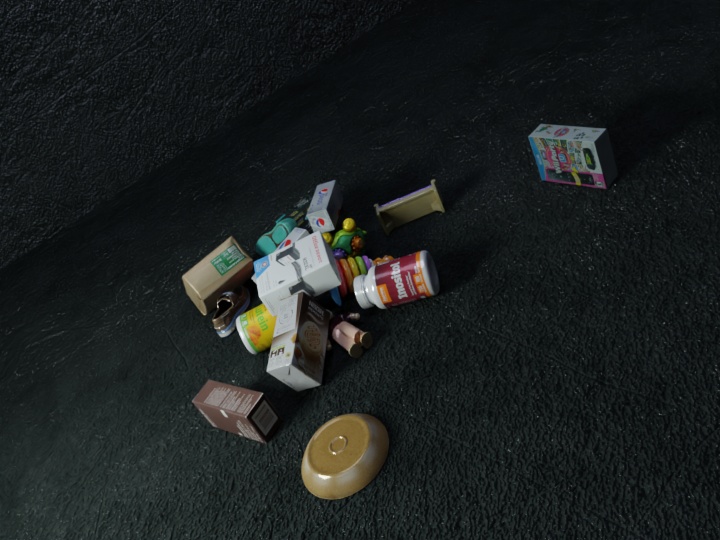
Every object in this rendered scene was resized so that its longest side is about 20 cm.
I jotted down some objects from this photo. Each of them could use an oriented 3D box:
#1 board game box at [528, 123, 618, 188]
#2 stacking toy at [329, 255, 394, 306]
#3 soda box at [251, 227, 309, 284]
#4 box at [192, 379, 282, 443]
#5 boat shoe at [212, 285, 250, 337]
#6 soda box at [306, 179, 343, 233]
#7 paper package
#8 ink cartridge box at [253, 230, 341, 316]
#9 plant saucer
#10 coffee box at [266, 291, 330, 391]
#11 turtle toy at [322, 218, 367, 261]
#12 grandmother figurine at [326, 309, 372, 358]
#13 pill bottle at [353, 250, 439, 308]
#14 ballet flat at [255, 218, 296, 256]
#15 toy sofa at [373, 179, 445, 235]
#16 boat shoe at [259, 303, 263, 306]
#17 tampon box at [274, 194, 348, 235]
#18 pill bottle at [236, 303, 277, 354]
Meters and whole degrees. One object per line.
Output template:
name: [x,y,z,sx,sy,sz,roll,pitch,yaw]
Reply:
board game box: [0.551,-0.297,1.610,0.064,0.148,0.199,-43,35,-19]
stacking toy: [0.000,0.000,1.683,0.197,0.117,0.110,-19,35,-6]
soda box: [-0.212,-0.025,1.750,0.201,0.068,0.063,-51,33,-17]
box: [-0.288,0.325,1.443,0.198,0.101,0.075,4,44,41]
boat shoe: [-0.385,0.103,1.843,0.071,0.073,0.201,-16,34,19]
soda box: [-0.099,-0.182,1.773,0.063,0.069,0.201,-16,28,15]
paper package: [-0.431,0.019,1.888,0.200,0.104,0.191,-41,-6,-19]
ink cartridge box: [-0.163,0.006,1.589,0.198,0.084,0.146,-25,40,4]
plant saucer: [-0.039,0.364,1.261,0.198,0.036,0.202,-20,34,14]
coffee box: [-0.145,0.169,1.488,0.079,0.114,0.202,-21,46,30]
turtle toy: [-0.061,-0.051,1.767,0.198,0.146,0.102,-33,72,-6]
grandmother figurine: [-0.051,0.145,1.549,0.121,0.061,0.199,-34,35,-25]
pill bottle: [0.089,0.030,1.547,0.197,0.114,0.114,-17,34,18]
ballet flat: [-0.245,-0.100,1.864,0.070,0.068,0.199,-37,3,-39]
toy sofa: [0.144,-0.193,1.836,0.197,0.083,0.098,-22,34,11]
boat shoe: [-0.221,0.095,1.734,0.198,0.072,0.065,-29,37,11]
tampon box: [-0.140,-0.129,1.923,0.150,0.127,0.199,-41,35,-22]
pill bottle: [-0.218,0.130,1.644,0.198,0.112,0.111,-27,32,2]
